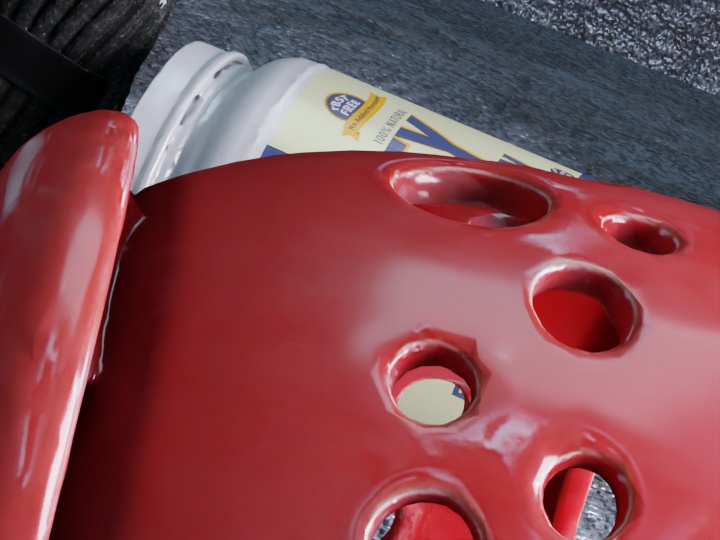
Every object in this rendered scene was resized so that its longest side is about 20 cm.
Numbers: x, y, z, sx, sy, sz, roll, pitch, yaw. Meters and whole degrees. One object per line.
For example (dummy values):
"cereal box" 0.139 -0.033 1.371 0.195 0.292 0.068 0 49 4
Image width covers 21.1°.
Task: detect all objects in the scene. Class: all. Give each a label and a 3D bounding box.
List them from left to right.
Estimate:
"boot" -0.195 -0.100 0.850 0.210 0.159 0.079 22 14 3
"plant pot" -0.012 0.064 0.436 0.181 0.202 0.201 16 15 -9
"supplement tub" 0.000 0.000 0.796 0.199 0.146 0.145 23 14 9
